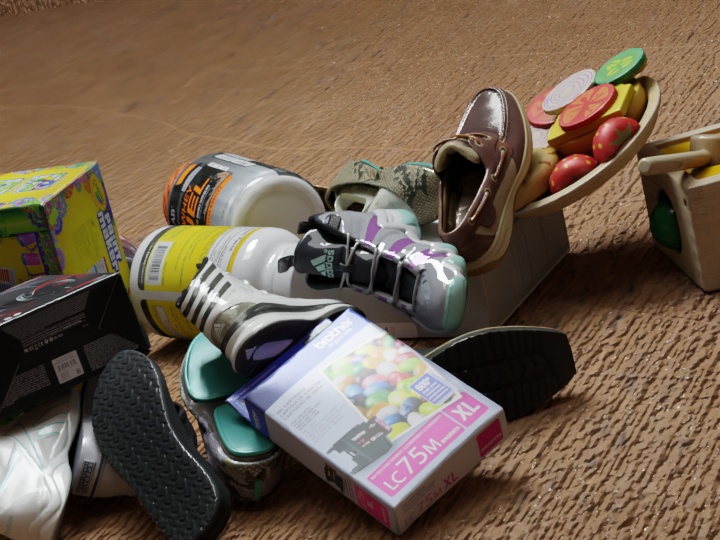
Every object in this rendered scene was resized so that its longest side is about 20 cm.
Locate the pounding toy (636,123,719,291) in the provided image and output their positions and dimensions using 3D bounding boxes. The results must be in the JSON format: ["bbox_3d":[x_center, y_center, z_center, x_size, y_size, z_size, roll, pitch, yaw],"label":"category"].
[{"bbox_3d":[0.332,-0.078,1.566,0.199,0.143,0.184,-15,19,-4],"label":"pounding toy"}]

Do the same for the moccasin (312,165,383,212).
[{"bbox_3d":[0.000,-0.066,1.857,0.074,0.078,0.201,-29,24,-36],"label":"moccasin"}]

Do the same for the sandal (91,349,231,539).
[{"bbox_3d":[-0.155,0.145,1.360,0.075,0.048,0.201,-43,50,10],"label":"sandal"}]

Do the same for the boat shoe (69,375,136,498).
[{"bbox_3d":[-0.209,0.138,1.474,0.065,0.074,0.200,13,24,-12],"label":"boat shoe"}]

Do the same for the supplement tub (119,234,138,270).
[{"bbox_3d":[-0.290,0.003,1.826,0.107,0.107,0.200,-23,22,-25],"label":"supplement tub"}]

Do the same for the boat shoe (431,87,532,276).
[{"bbox_3d":[0.101,-0.093,1.537,0.072,0.072,0.201,-13,49,35],"label":"boat shoe"}]

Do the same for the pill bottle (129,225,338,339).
[{"bbox_3d":[-0.116,0.014,1.666,0.199,0.113,0.112,3,25,38],"label":"pill bottle"}]

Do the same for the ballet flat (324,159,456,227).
[{"bbox_3d":[0.022,-0.064,1.649,0.075,0.068,0.200,-44,23,-15],"label":"ballet flat"}]

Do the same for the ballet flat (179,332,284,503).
[{"bbox_3d":[-0.106,0.123,1.411,0.072,0.072,0.200,-16,31,-7],"label":"ballet flat"}]

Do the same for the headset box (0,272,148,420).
[{"bbox_3d":[-0.295,0.063,1.483,0.148,0.075,0.200,-25,12,-29],"label":"headset box"}]

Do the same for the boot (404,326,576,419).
[{"bbox_3d":[0.067,0.077,1.433,0.199,0.078,0.138,-14,15,-3],"label":"boot"}]

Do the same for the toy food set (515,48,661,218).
[{"bbox_3d":[0.189,-0.122,1.606,0.200,0.049,0.198,-24,26,37],"label":"toy food set"}]

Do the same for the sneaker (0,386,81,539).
[{"bbox_3d":[-0.272,0.146,1.407,0.080,0.071,0.200,12,25,-10],"label":"sneaker"}]

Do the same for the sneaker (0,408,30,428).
[{"bbox_3d":[-0.316,0.161,1.491,0.083,0.074,0.200,28,32,20],"label":"sneaker"}]

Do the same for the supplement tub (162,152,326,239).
[{"bbox_3d":[-0.130,-0.060,1.862,0.122,0.123,0.200,-23,21,-24],"label":"supplement tub"}]

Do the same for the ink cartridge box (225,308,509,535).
[{"bbox_3d":[-0.001,0.103,1.316,0.119,0.042,0.200,-39,48,-24],"label":"ink cartridge box"}]

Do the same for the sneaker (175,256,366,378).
[{"bbox_3d":[-0.078,0.028,1.450,0.115,0.076,0.200,40,16,23],"label":"sneaker"}]

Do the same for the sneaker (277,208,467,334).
[{"bbox_3d":[0.000,0.000,1.461,0.139,0.078,0.200,2,16,-21],"label":"sneaker"}]

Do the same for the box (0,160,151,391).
[{"bbox_3d":[-0.333,0.017,1.673,0.192,0.201,0.122,-5,21,21],"label":"box"}]

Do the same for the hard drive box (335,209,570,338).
[{"bbox_3d":[0.089,-0.012,1.650,0.155,0.077,0.200,-2,22,31],"label":"hard drive box"}]
